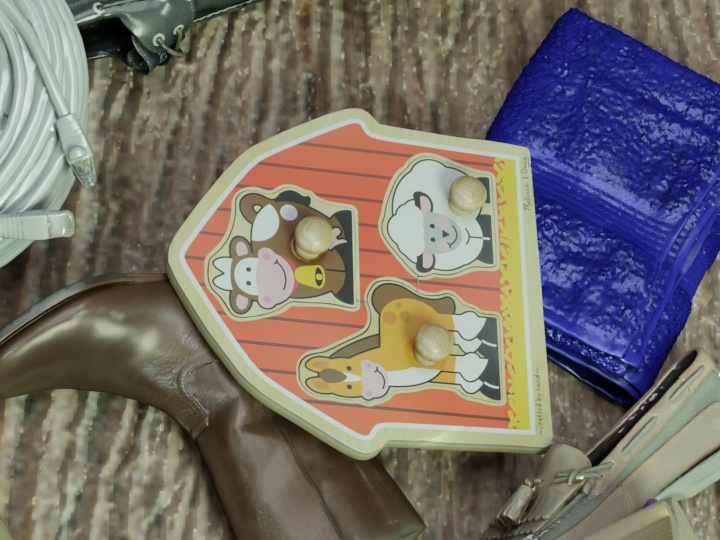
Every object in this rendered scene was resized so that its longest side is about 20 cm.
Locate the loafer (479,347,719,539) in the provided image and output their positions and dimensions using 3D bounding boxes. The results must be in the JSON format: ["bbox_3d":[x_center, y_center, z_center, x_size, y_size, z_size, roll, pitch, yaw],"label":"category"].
[{"bbox_3d":[0.117,0.106,1.430,0.199,0.072,0.063,-28,99,-31],"label":"loafer"}]

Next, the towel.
[{"bbox_3d":[0.132,-0.041,1.530,0.147,0.050,0.201,30,60,3],"label":"towel"}]

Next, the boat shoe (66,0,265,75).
[{"bbox_3d":[-0.126,-0.135,1.515,0.199,0.070,0.067,-10,73,-17],"label":"boat shoe"}]

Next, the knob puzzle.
[{"bbox_3d":[0.000,0.000,1.433,0.218,0.030,0.221,7,62,-13],"label":"knob puzzle"}]

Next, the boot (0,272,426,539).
[{"bbox_3d":[-0.083,0.095,1.409,0.186,0.064,0.201,-23,74,-20],"label":"boot"}]

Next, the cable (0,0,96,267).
[{"bbox_3d":[-0.236,-0.086,1.435,0.199,0.069,0.201,-11,74,2],"label":"cable"}]

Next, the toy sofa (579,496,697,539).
[{"bbox_3d":[0.156,0.215,1.342,0.082,0.098,0.201,-27,100,10],"label":"toy sofa"}]

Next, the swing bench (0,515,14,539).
[{"bbox_3d":[-0.229,0.202,1.277,0.198,0.130,0.200,-31,73,-25],"label":"swing bench"}]
